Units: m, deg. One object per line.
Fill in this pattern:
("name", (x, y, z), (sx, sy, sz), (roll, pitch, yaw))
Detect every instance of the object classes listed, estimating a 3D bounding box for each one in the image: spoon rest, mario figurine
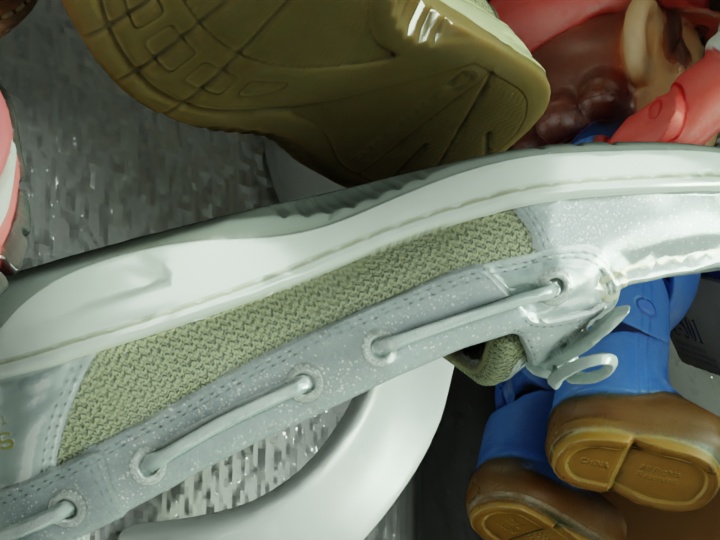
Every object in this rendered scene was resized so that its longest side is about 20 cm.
("spoon rest", (0.000, 0.000, 0.730), (0.099, 0.060, 0.201), (54, 42, -40))
("mario figurine", (0.089, -0.010, 0.819), (0.106, 0.123, 0.201), (54, 35, -47))

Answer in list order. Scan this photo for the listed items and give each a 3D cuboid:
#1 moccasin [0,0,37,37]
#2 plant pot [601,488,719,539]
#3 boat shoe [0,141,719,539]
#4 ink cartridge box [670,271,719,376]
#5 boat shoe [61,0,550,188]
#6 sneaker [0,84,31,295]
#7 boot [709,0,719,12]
("moccasin", (-0.106, -0.139, 0.558), (0.074, 0.077, 0.202), (-40, 118, -54))
("plant pot", (0.144, 0.127, 0.871), (0.200, 0.139, 0.201), (17, 70, -58))
("boat shoe", (0.004, 0.013, 0.645), (0.201, 0.074, 0.065), (-13, 91, -24))
("ink cartridge box", (0.158, 0.000, 0.829), (0.044, 0.094, 0.200), (63, -10, -11))
("boat shoe", (-0.022, -0.072, 0.639), (0.065, 0.073, 0.200), (58, 10, 27))
("sneaker", (-0.128, -0.010, 0.504), (0.200, 0.073, 0.087), (-47, 122, -52))
("boot", (0.116, -0.145, 0.821), (0.066, 0.175, 0.200), (-46, 113, -16))
